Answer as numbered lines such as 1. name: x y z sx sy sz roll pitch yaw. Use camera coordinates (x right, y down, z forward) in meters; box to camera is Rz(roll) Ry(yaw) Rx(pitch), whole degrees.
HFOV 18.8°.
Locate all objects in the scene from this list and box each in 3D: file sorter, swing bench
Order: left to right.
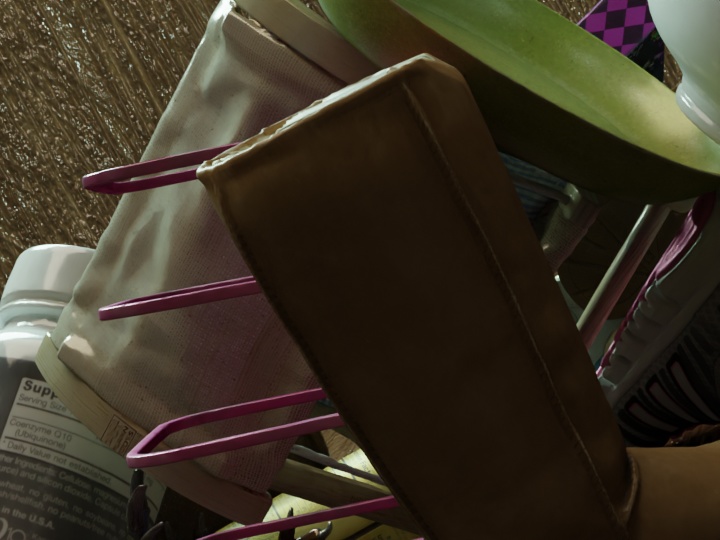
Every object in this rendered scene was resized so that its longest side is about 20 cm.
1. file sorter: -0.018 0.049 0.769 0.125 0.201 0.139 -12 1 0
2. swing bench: 0.000 0.000 0.933 0.200 0.130 0.199 12 -67 -43

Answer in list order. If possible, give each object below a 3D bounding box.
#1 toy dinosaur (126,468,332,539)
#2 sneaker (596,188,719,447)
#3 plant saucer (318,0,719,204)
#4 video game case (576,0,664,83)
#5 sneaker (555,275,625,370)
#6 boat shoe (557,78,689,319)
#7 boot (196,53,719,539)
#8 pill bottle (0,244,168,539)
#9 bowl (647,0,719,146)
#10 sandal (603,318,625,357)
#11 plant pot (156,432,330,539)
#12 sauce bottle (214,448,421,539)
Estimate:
1. toy dinosaur: -0.052 0.172 0.947 0.105 0.201 0.182 8 30 3
2. sneaker: 0.152 0.043 0.931 0.074 0.087 0.200 -53 -11 -28
3. plant saucer: 0.058 -0.080 0.856 0.031 0.200 0.200 -58 -8 17
4. video game case: 0.080 -0.040 1.144 0.200 0.036 0.181 -45 -16 -7
5. sneaker: 0.142 0.031 1.209 0.200 0.081 0.077 -28 0 14
6. boat shoe: 0.180 -0.054 1.091 0.072 0.072 0.200 -23 -23 -52
7. boot: 0.060 0.023 0.675 0.066 0.200 0.175 -22 7 45
8. pill bottle: -0.147 0.098 1.013 0.113 0.113 0.201 -27 41 58
9. bowl: 0.190 -0.084 0.879 0.091 0.201 0.201 -60 -10 20
10. sandal: 0.213 0.017 1.057 0.211 0.078 0.070 -36 30 21
11. plant pot: -0.150 0.131 1.155 0.198 0.200 0.200 -52 13 -30
12. sauce bottle: 0.015 0.119 1.092 0.200 0.066 0.066 -27 1 -6
